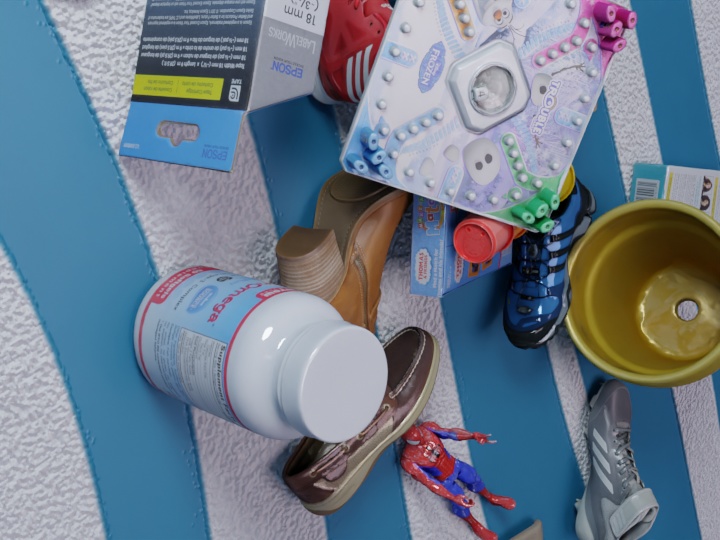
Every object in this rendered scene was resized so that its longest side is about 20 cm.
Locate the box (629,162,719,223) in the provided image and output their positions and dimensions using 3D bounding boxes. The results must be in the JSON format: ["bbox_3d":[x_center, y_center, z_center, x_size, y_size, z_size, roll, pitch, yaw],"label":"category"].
[{"bbox_3d":[0.408,-0.086,1.346,0.199,0.049,0.083,0,99,-43],"label":"box"}]

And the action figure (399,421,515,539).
[{"bbox_3d":[0.111,0.214,1.100,0.200,0.099,0.065,46,66,-36],"label":"action figure"}]

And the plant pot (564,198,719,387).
[{"bbox_3d":[0.349,0.035,1.230,0.189,0.200,0.202,17,86,-59],"label":"plant pot"}]

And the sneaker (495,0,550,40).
[{"bbox_3d":[0.083,-0.243,0.896,0.200,0.070,0.078,40,28,-25],"label":"sneaker"}]

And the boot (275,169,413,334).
[{"bbox_3d":[0.000,0.000,0.976,0.200,0.073,0.155,-42,133,-35],"label":"boot"}]

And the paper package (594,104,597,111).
[{"bbox_3d":[0.134,-0.247,1.020,0.190,0.103,0.202,-9,105,-40],"label":"paper package"}]

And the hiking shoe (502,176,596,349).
[{"bbox_3d":[0.182,-0.018,1.131,0.087,0.074,0.201,43,59,-47],"label":"hiking shoe"}]

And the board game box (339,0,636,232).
[{"bbox_3d":[0.106,-0.145,0.870,0.199,0.026,0.201,16,102,-24],"label":"board game box"}]

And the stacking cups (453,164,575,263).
[{"bbox_3d":[0.140,-0.055,1.004,0.200,0.060,0.061,-42,126,-52],"label":"stacking cups"}]

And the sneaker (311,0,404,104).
[{"bbox_3d":[0.001,-0.235,0.887,0.078,0.115,0.201,-26,116,-37],"label":"sneaker"}]

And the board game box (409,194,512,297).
[{"bbox_3d":[0.101,-0.067,1.023,0.200,0.036,0.152,-20,114,-64],"label":"board game box"}]

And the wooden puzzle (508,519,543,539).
[{"bbox_3d":[0.157,0.402,1.211,0.199,0.046,0.187,-24,114,-38],"label":"wooden puzzle"}]

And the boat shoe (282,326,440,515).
[{"bbox_3d":[-0.001,0.124,0.993,0.200,0.072,0.072,-51,130,-15],"label":"boat shoe"}]

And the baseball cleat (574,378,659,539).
[{"bbox_3d":[0.311,0.233,1.280,0.069,0.106,0.202,5,93,-38],"label":"baseball cleat"}]

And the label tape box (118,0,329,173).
[{"bbox_3d":[-0.096,-0.172,0.791,0.063,0.144,0.201,8,94,-46],"label":"label tape box"}]

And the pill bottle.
[{"bbox_3d":[-0.077,0.063,0.817,0.108,0.199,0.110,-11,106,-42],"label":"pill bottle"}]
